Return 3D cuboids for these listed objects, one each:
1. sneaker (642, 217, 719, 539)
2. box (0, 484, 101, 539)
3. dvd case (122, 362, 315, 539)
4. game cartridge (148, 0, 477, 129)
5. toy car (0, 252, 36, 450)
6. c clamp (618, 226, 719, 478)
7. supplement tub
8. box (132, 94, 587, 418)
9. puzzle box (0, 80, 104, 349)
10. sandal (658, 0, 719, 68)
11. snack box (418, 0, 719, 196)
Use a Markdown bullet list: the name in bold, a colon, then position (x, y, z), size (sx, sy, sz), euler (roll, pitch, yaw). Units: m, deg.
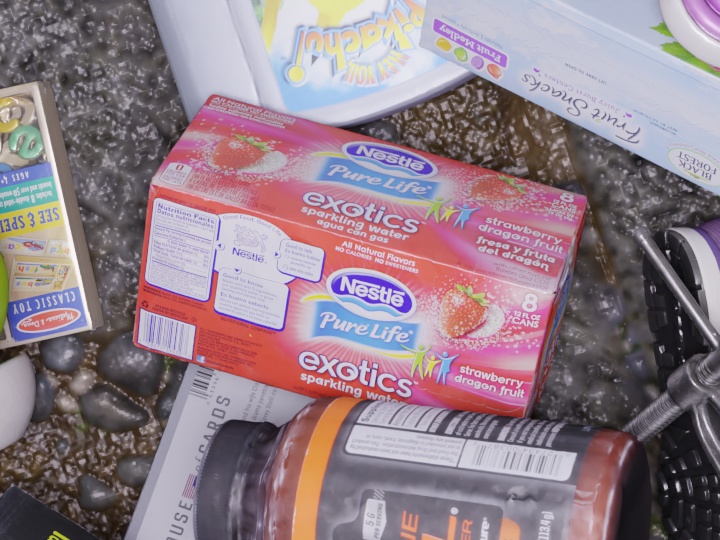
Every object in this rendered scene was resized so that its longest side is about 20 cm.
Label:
- **sneaker**: position (0.196, 0.071, 1.073), size (0.087, 0.076, 0.201), euler (-12, 109, -18)
- **box**: position (-0.130, 0.231, 1.109), size (0.193, 0.048, 0.200), euler (30, 126, 4)
- **dvd case**: position (-0.015, 0.127, 1.095), size (0.199, 0.025, 0.151), euler (17, 80, 21)
- **game cartridge**: position (-0.006, -0.141, 1.109), size (0.199, 0.040, 0.134), euler (-19, 95, 10)
- **toy car**: position (-0.270, 0.039, 1.080), size (0.200, 0.150, 0.175), euler (-27, 90, 10)
- **c clamp**: position (0.142, 0.100, 1.057), size (0.171, 0.027, 0.200), euler (55, 141, 19)
- **supplement tub**: position (0.027, 0.115, 1.015), size (0.199, 0.107, 0.107), euler (5, 95, 18)
- **box**: position (0.000, 0.000, 1.072), size (0.199, 0.096, 0.100), euler (15, 125, 8)
- **puzzle box**: position (-0.244, -0.013, 1.161), size (0.199, 0.025, 0.134), euler (-13, 93, 10)
- **sandal**: position (0.196, -0.164, 0.908), size (0.082, 0.050, 0.203), euler (33, 69, -3)
- **snack box**: position (0.149, -0.139, 0.992), size (0.168, 0.200, 0.068), euler (29, 139, 20)
